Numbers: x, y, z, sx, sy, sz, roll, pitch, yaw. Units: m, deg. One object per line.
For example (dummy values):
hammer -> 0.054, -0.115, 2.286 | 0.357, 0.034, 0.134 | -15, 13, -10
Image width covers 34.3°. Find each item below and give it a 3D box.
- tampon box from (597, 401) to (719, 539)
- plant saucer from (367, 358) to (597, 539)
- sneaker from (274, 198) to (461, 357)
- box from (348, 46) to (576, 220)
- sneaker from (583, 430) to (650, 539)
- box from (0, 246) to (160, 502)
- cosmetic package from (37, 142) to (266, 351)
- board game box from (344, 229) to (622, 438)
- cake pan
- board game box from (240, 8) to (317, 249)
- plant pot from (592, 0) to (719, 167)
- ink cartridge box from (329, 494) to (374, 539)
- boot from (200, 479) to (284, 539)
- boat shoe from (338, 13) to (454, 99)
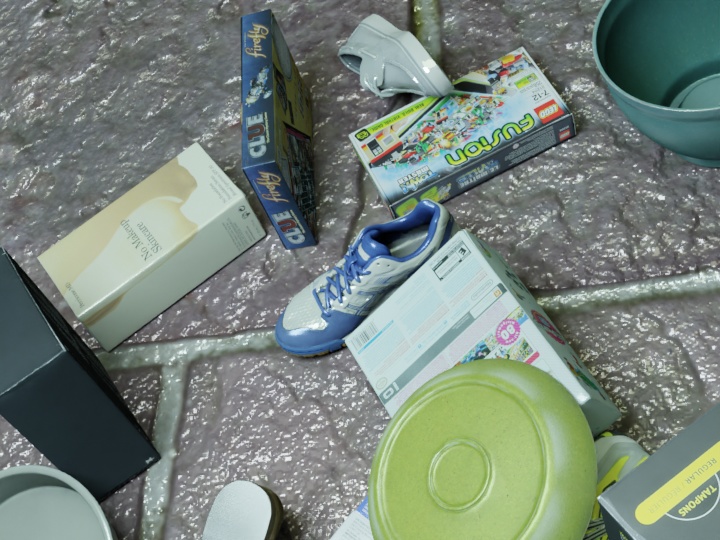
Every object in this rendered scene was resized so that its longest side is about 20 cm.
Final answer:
tampon box -> 0.264, 0.189, 0.790 | 0.150, 0.200, 0.126 | -36, 54, -8
plant saucer -> 0.081, 0.157, 0.884 | 0.200, 0.031, 0.200 | -17, 58, 30
sneaker -> 0.000, 0.000, 1.073 | 0.200, 0.088, 0.075 | -34, 56, -4
box -> 0.100, -0.135, 1.163 | 0.200, 0.035, 0.110 | -27, 54, -1
sneaker -> 0.163, 0.211, 0.886 | 0.076, 0.075, 0.200 | 33, 73, 34
box -> -0.272, 0.096, 1.025 | 0.079, 0.200, 0.141 | -37, 54, -10
cosmetic package -> -0.207, -0.025, 1.166 | 0.200, 0.071, 0.105 | -38, 55, -9
board game box -> 0.096, 0.087, 0.969 | 0.148, 0.064, 0.200 | -44, 50, 14
cake pan -> -0.284, 0.267, 0.989 | 0.200, 0.037, 0.201 | -7, 69, 20
board game box -> -0.081, -0.140, 1.163 | 0.035, 0.136, 0.200 | -12, 54, 10
plant pot -> 0.322, -0.178, 1.055 | 0.200, 0.134, 0.201 | -12, 52, 16
ink cartridge box -> -0.001, 0.277, 0.916 | 0.119, 0.042, 0.200 | 31, 74, 31
boot -> -0.115, 0.270, 0.948 | 0.074, 0.075, 0.200 | 24, 81, 19
boat shoe -> 0.029, -0.208, 1.192 | 0.069, 0.072, 0.200 | -43, 37, 1
